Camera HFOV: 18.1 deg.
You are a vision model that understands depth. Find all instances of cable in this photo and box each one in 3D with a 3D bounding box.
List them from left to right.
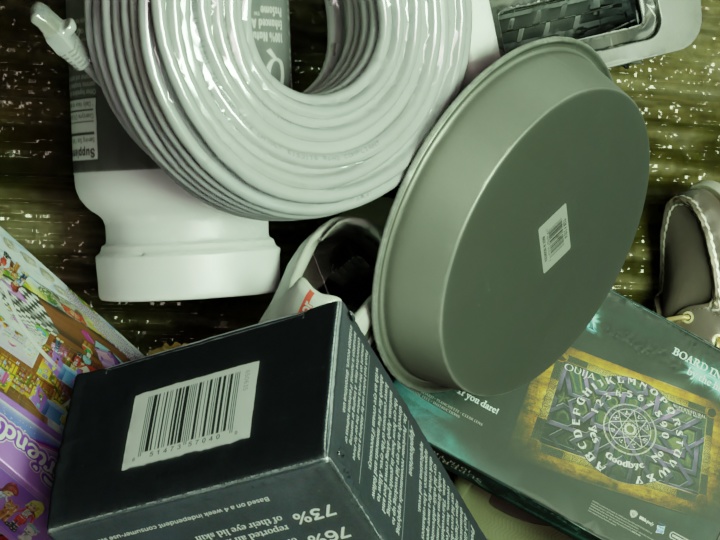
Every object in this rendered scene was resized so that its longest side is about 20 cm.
[{"bbox_3d":[-0.036,-0.125,1.088,0.200,0.069,0.200,-51,117,-25],"label":"cable"}]

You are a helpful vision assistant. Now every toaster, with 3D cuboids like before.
[{"bbox_3d":[0.082,-0.186,1.239,0.199,0.119,0.182,-14,97,-24],"label":"toaster"}]

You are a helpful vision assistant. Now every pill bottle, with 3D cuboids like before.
[{"bbox_3d":[-0.091,-0.087,1.162,0.115,0.116,0.201,-4,92,-24],"label":"pill bottle"}]

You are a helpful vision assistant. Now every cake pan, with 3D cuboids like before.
[{"bbox_3d":[0.084,-0.021,1.169,0.200,0.037,0.201,-34,138,-36],"label":"cake pan"}]

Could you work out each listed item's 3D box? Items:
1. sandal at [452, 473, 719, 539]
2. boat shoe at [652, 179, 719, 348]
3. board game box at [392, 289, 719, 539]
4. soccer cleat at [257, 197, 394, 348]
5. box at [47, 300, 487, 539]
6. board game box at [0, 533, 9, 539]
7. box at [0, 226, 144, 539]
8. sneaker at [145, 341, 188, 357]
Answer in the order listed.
[{"bbox_3d":[0.145,0.157,1.284,0.200,0.057,0.080,15,113,-13],"label":"sandal"},{"bbox_3d":[0.199,0.050,1.322,0.059,0.072,0.201,-12,101,-27],"label":"boat shoe"},{"bbox_3d":[0.123,0.075,1.259,0.199,0.028,0.136,29,69,3],"label":"board game box"},{"bbox_3d":[0.000,0.000,1.180,0.068,0.085,0.200,28,34,9],"label":"soccer cleat"},{"bbox_3d":[-0.036,0.132,1.095,0.105,0.147,0.200,-85,154,-47],"label":"box"},{"bbox_3d":[-0.194,0.189,1.148,0.199,0.062,0.201,3,89,-24],"label":"board game box"},{"bbox_3d":[-0.189,0.042,1.118,0.200,0.039,0.137,44,31,-18],"label":"box"},{"bbox_3d":[-0.052,0.113,1.188,0.200,0.075,0.090,32,97,-36],"label":"sneaker"}]
